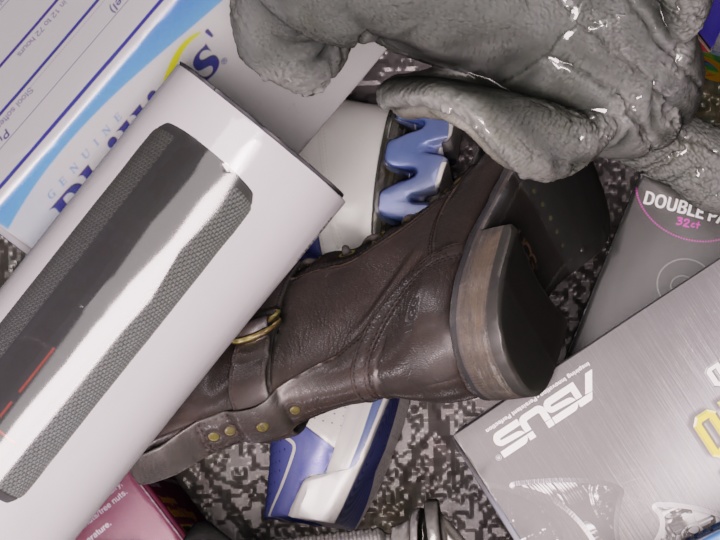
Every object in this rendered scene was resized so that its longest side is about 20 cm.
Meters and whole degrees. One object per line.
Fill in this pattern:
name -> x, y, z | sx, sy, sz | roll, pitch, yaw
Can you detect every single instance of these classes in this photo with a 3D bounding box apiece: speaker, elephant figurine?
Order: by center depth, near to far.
elephant figurine -> 0.065, -0.091, 0.770 | 0.199, 0.155, 0.142 | 34, 129, 7
speaker -> -0.097, 0.026, 0.816 | 0.081, 0.081, 0.200 | 39, 90, 8

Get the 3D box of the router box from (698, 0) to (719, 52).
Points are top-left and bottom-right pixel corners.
router box -> 0.095, -0.209, 0.889 | 0.179, 0.049, 0.201 | 24, 88, 27

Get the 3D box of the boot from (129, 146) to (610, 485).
boot -> 0.000, 0.000, 0.881 | 0.173, 0.200, 0.070 | -13, 119, 27

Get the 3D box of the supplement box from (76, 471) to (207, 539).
supplement box -> -0.106, 0.129, 0.940 | 0.086, 0.110, 0.200 | -39, 82, -2

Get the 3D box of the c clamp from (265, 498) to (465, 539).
c clamp -> -0.036, 0.135, 0.866 | 0.198, 0.027, 0.172 | -1, 83, 4

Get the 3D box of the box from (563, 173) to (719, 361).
box -> 0.179, 0.070, 0.917 | 0.199, 0.124, 0.149 | 22, 87, 8

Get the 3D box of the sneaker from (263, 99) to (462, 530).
sneaker -> -0.029, 0.009, 0.970 | 0.114, 0.081, 0.201 | 12, 78, 10

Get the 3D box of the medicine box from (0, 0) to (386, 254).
medicine box -> -0.107, -0.106, 0.922 | 0.182, 0.103, 0.200 | -49, 45, -2

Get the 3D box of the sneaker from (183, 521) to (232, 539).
sneaker -> -0.084, 0.151, 0.831 | 0.198, 0.075, 0.116 | 2, 83, -5

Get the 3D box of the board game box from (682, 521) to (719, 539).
board game box -> 0.124, 0.172, 0.771 | 0.199, 0.062, 0.201 | -13, 82, 7

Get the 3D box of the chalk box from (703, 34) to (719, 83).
chalk box -> 0.194, -0.139, 0.938 | 0.199, 0.125, 0.125 | 19, 86, 8

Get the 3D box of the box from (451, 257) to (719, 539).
box -> 0.158, 0.074, 0.831 | 0.199, 0.048, 0.159 | -33, 82, 3
